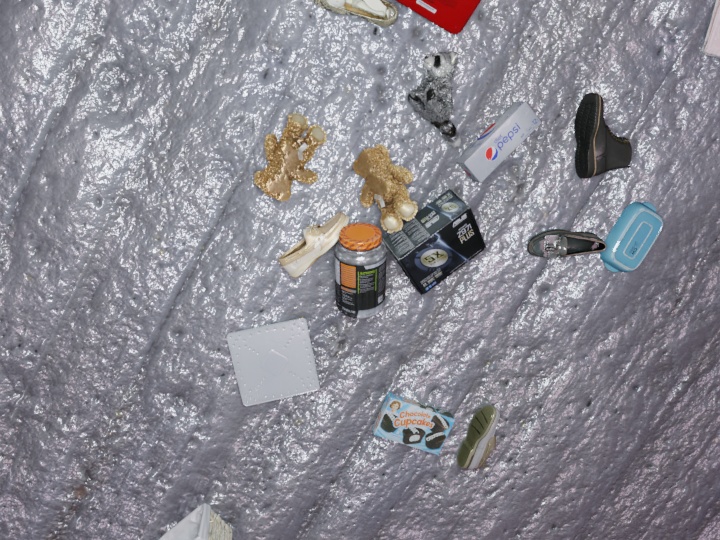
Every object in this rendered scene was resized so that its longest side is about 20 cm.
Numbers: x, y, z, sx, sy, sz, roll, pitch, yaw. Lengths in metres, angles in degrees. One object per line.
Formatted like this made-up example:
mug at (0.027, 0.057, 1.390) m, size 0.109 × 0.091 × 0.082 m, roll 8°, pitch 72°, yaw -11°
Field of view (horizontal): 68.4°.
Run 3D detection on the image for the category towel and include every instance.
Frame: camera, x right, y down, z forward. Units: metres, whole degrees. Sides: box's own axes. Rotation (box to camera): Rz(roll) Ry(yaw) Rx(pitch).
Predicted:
towel at (0.943, -0.606, 1.287) m, size 0.198 × 0.032 × 0.193 m, roll 9°, pitch 104°, yaw -11°

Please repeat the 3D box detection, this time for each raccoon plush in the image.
raccoon plush at (0.195, -0.401, 1.218) m, size 0.134 × 0.096 × 0.200 m, roll -53°, pitch 136°, yaw -7°

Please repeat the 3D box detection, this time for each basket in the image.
basket at (-0.442, 0.739, 1.381) m, size 0.200 × 0.136 × 0.124 m, roll -40°, pitch 109°, yaw 4°

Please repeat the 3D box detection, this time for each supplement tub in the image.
supplement tub at (0.000, 0.000, 1.232) m, size 0.121 × 0.123 × 0.202 m, roll -4°, pitch 123°, yaw -8°

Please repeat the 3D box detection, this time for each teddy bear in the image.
teddy bear at (-0.158, -0.256, 1.200) m, size 0.144 × 0.067 × 0.202 m, roll 12°, pitch 97°, yaw -21°
teddy bear at (0.061, -0.186, 1.205) m, size 0.066 × 0.200 × 0.146 m, roll -11°, pitch 140°, yaw -42°

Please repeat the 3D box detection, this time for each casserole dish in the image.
casserole dish at (0.717, -0.083, 1.390) m, size 0.120 × 0.039 × 0.201 m, roll 26°, pitch 100°, yaw -14°

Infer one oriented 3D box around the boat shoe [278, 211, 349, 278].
boat shoe at (-0.112, -0.070, 1.245) m, size 0.200 × 0.074 × 0.069 m, roll -45°, pitch 113°, yaw 5°

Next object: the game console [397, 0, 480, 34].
game console at (0.173, -0.651, 1.147) m, size 0.198 × 0.119 × 0.173 m, roll 22°, pitch 132°, yaw -18°

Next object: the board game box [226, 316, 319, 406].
board game box at (-0.217, 0.228, 1.334) m, size 0.198 × 0.026 × 0.202 m, roll -11°, pitch 107°, yaw -5°

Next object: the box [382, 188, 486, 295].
box at (0.177, -0.064, 1.250) m, size 0.199 × 0.086 × 0.164 m, roll -36°, pitch 138°, yaw 1°

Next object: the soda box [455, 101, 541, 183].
soda box at (0.325, -0.304, 1.255) m, size 0.200 × 0.063 × 0.068 m, roll -45°, pitch 108°, yaw 5°

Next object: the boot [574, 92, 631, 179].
boot at (0.601, -0.335, 1.292) m, size 0.137 × 0.078 × 0.202 m, roll -11°, pitch 120°, yaw -10°

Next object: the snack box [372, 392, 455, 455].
snack box at (0.144, 0.415, 1.435) m, size 0.198 × 0.037 × 0.117 m, roll 21°, pitch 101°, yaw -13°

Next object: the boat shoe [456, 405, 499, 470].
boat shoe at (0.338, 0.461, 1.464) m, size 0.068 × 0.075 × 0.202 m, roll 17°, pitch 109°, yaw -19°

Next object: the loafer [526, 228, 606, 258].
loafer at (0.527, -0.067, 1.351) m, size 0.198 × 0.063 × 0.073 m, roll -5°, pitch 106°, yaw -8°

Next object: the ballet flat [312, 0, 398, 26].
ballet flat at (-0.010, -0.574, 1.124) m, size 0.198 × 0.075 × 0.069 m, roll 14°, pitch 104°, yaw -12°
